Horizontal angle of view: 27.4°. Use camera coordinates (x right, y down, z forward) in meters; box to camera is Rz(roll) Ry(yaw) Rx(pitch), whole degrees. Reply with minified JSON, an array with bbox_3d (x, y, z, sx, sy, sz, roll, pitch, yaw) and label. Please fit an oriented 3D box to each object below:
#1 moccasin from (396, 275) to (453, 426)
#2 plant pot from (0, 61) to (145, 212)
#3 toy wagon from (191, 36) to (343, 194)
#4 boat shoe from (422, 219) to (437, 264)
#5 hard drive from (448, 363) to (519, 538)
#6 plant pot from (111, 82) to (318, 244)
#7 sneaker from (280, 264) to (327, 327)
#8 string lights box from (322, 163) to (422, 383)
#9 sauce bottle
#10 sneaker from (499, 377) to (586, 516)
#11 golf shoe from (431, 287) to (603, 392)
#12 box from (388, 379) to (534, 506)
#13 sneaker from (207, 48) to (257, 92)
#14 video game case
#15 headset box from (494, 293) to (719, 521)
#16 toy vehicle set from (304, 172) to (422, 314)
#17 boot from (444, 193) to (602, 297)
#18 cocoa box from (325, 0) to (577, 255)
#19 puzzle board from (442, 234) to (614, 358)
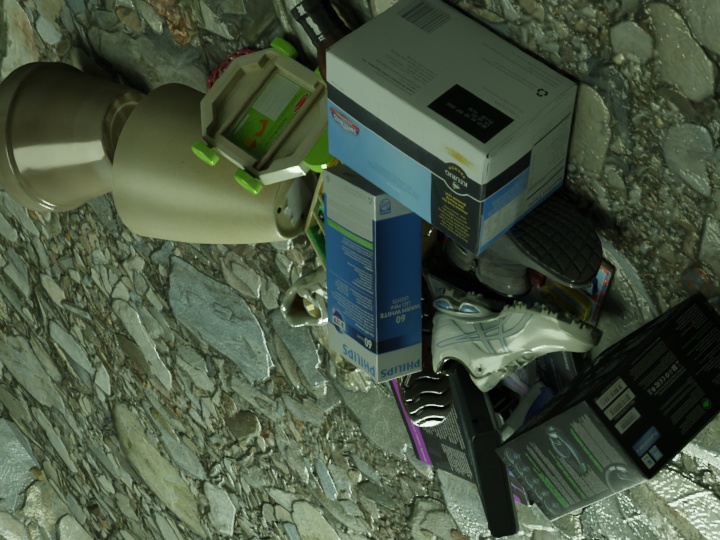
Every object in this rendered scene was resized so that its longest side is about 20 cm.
[{"bbox_3d":[0.062,0.086,1.686,0.078,0.073,0.203,-102,-7,-65],"label":"moccasin"},{"bbox_3d":[-0.360,-0.178,1.943,0.172,0.200,0.201,1,125,35],"label":"plant pot"},{"bbox_3d":[-0.083,-0.154,1.575,0.199,0.156,0.040,34,173,29],"label":"toy wagon"},{"bbox_3d":[0.053,-0.067,1.550,0.200,0.072,0.065,102,144,-64],"label":"boat shoe"},{"bbox_3d":[0.123,0.164,1.563,0.201,0.033,0.141,-103,0,-58],"label":"hard drive"},{"bbox_3d":[-0.154,-0.107,1.730,0.198,0.188,0.189,17,137,28],"label":"plant pot"},{"bbox_3d":[-0.021,0.025,1.752,0.077,0.081,0.200,57,147,-6],"label":"sneaker"},{"bbox_3d":[0.012,0.000,1.498,0.103,0.058,0.202,32,129,52],"label":"string lights box"},{"bbox_3d":[0.000,-0.190,1.500,0.201,0.066,0.066,55,151,-7],"label":"sauce bottle"},{"bbox_3d":[0.214,0.195,1.581,0.115,0.081,0.200,33,162,20],"label":"sneaker"},{"bbox_3d":[0.153,0.077,1.479,0.199,0.098,0.078,6,171,46],"label":"golf shoe"},{"bbox_3d":[0.124,0.192,1.772,0.199,0.036,0.144,18,136,48],"label":"box"},{"bbox_3d":[-0.097,-0.172,1.654,0.200,0.081,0.075,43,177,30],"label":"sneaker"},{"bbox_3d":[0.162,0.083,1.594,0.199,0.019,0.144,26,150,38],"label":"video game case"},{"bbox_3d":[0.242,0.134,1.389,0.093,0.174,0.200,51,151,3],"label":"headset box"},{"bbox_3d":[0.000,0.000,1.626,0.201,0.026,0.125,62,157,23],"label":"toy vehicle set"},{"bbox_3d":[0.159,-0.018,1.439,0.200,0.070,0.132,40,157,35],"label":"boot"},{"bbox_3d":[0.080,-0.138,1.367,0.199,0.133,0.132,36,148,27],"label":"cocoa box"},{"bbox_3d":[0.164,-0.010,1.509,0.200,0.017,0.151,40,149,23],"label":"puzzle board"}]
